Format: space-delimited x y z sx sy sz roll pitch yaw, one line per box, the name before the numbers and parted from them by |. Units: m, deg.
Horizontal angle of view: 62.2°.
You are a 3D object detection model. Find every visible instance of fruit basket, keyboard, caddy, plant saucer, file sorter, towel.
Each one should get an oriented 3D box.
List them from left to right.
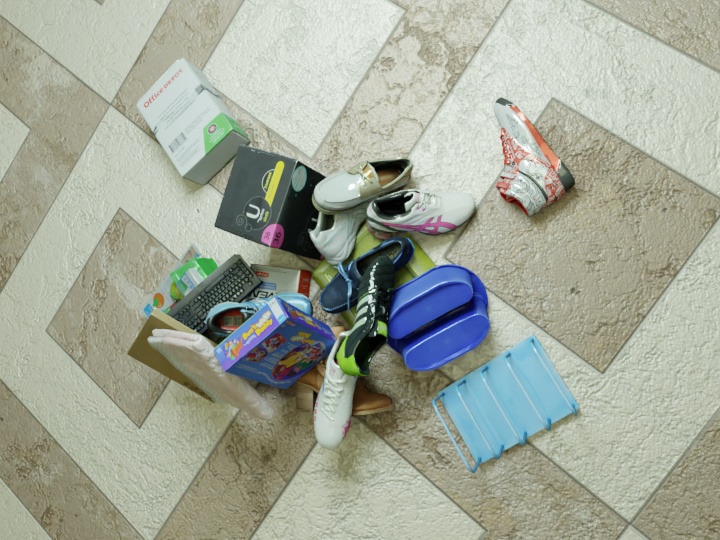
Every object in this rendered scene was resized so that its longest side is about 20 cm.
fruit basket | -0.343 0.080 1.190 0.200 0.094 0.186 -44 75 13
towel | -0.261 0.179 1.033 0.189 0.201 0.032 0 46 47
keyboard | -0.263 0.077 1.116 0.199 0.021 0.127 -40 99 8
plant saucer | 0.025 0.012 1.097 0.199 0.048 0.201 -43 74 11
caddy | 0.128 0.079 1.025 0.198 0.105 0.143 -29 104 8
file sorter | 0.234 0.218 0.974 0.199 0.122 0.140 -34 76 13

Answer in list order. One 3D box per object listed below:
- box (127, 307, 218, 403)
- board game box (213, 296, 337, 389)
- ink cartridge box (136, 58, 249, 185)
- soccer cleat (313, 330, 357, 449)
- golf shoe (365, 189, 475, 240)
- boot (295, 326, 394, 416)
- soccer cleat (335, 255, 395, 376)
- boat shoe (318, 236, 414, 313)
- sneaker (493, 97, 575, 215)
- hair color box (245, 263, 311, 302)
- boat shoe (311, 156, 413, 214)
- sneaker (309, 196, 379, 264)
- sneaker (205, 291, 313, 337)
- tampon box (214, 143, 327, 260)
box | -0.328 0.166 1.124 0.199 0.021 0.163 34 132 -13
board game box | -0.133 0.128 0.999 0.134 0.200 0.045 -39 62 5
ink cartridge box | -0.343 -0.304 1.222 0.145 0.084 0.201 -38 76 12
soccer cleat | -0.043 0.199 1.013 0.069 0.086 0.203 10 76 14
golf shoe | 0.107 -0.104 1.036 0.196 0.092 0.074 -11 70 -4
boot | -0.029 0.182 1.098 0.197 0.076 0.158 0 82 25
soccer cleat | 0.023 0.075 0.961 0.081 0.067 0.203 5 72 57
boat shoe | 0.000 0.000 1.044 0.200 0.069 0.084 -42 75 11
sneaker | 0.264 -0.192 1.023 0.107 0.067 0.203 -38 78 9
hair color box | -0.165 0.094 1.146 0.109 0.064 0.204 6 89 17
boat shoe | 0.006 -0.159 1.044 0.198 0.068 0.075 -24 76 -30
sneaker | -0.026 -0.115 1.083 0.070 0.080 0.203 8 66 40
sneaker | -0.181 0.089 1.059 0.196 0.090 0.080 -10 92 0
tampon box | -0.139 -0.117 1.076 0.125 0.199 0.152 19 92 23
